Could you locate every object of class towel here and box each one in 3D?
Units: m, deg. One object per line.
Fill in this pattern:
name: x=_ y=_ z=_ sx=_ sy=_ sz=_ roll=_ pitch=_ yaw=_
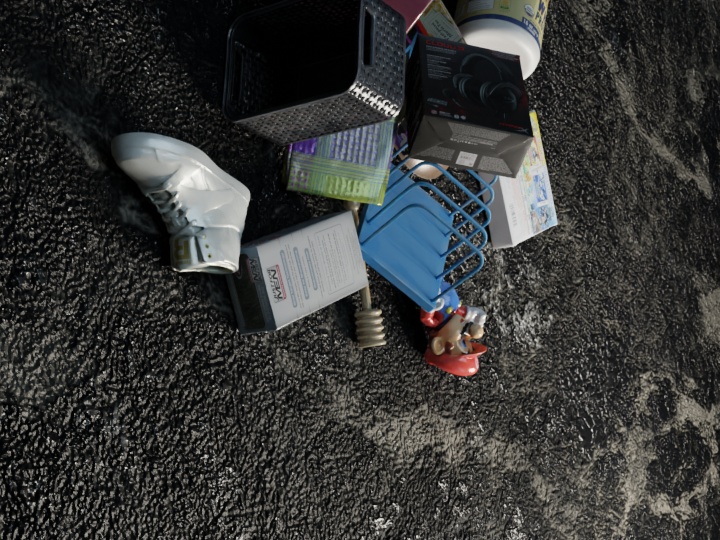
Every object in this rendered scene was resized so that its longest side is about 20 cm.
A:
towel: x=-0.021 y=-0.189 z=1.438 sx=0.143 sy=0.023 sz=0.202 roll=8 pitch=86 yaw=-19

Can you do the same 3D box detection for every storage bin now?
storage bin: x=-0.054 y=-0.235 z=1.327 sx=0.094 sy=0.199 sz=0.136 roll=22 pitch=66 yaw=-52

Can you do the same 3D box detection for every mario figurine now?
mario figurine: x=0.131 y=0.050 z=1.617 sx=0.123 sy=0.106 sz=0.201 roll=-23 pitch=97 yaw=-25

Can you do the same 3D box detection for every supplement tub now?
supplement tub: x=0.222 y=-0.410 z=1.809 sx=0.144 sy=0.144 sz=0.201 roll=41 pitch=52 yaw=-43

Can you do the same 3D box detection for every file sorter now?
file sorter: x=0.093 y=-0.078 z=1.513 sx=0.139 sy=0.123 sz=0.201 roll=38 pitch=38 yaw=-18

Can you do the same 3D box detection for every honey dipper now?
honey dipper: x=0.000 y=0.000 z=1.508 sx=0.038 sy=0.038 sz=0.202 roll=-4 pitch=84 yaw=-55

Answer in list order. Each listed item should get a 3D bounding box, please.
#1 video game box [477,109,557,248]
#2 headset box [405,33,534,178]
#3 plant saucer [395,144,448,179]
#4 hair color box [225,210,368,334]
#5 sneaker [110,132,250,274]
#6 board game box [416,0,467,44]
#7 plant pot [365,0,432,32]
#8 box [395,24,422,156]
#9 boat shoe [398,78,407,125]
video game box: x=0.254 y=-0.153 z=1.891 sx=0.182 sy=0.047 sz=0.202 roll=-21 pitch=102 yaw=-53
headset box: x=0.138 y=-0.224 z=1.511 sx=0.148 sy=0.077 sz=0.201 roll=11 pitch=45 yaw=-10
plant saucer: x=0.100 y=-0.237 z=1.700 sx=0.200 sy=0.032 sz=0.202 roll=14 pitch=73 yaw=-52
hair color box: x=-0.075 y=-0.001 z=1.376 sx=0.200 sy=0.060 sz=0.100 roll=-25 pitch=104 yaw=-55
sneaker: x=-0.188 y=-0.061 z=1.214 sx=0.200 sy=0.073 sz=0.116 roll=30 pitch=57 yaw=-50
board game box: x=0.127 y=-0.326 z=1.652 sx=0.201 sy=0.046 sz=0.152 roll=56 pitch=11 yaw=-16
plant pot: x=0.011 y=-0.374 z=1.397 sx=0.179 sy=0.200 sz=0.200 roll=38 pitch=46 yaw=-4
box: x=0.050 y=-0.281 z=1.596 sx=0.200 sy=0.036 sz=0.143 roll=54 pitch=49 yaw=-19
boat shoe: x=0.024 y=-0.282 z=1.508 sx=0.061 sy=0.071 sz=0.203 roll=68 pitch=18 yaw=-82
